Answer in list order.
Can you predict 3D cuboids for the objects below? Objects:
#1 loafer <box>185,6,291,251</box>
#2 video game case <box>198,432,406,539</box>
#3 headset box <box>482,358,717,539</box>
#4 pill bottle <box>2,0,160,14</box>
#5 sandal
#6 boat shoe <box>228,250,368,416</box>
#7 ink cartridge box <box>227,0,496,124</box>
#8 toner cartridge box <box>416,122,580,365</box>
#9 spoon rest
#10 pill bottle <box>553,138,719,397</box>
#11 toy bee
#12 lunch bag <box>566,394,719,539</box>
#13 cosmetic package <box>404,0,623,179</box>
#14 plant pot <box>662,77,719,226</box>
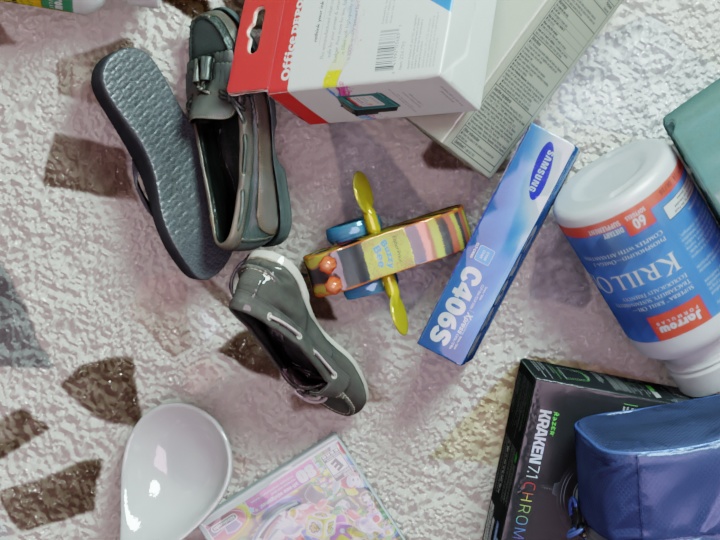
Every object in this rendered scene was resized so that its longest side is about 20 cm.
[{"bbox_3d":[-0.107,-0.113,1.453,0.063,0.072,0.200,-16,93,-43],"label":"loafer"},{"bbox_3d":[-0.028,0.259,1.546,0.143,0.018,0.200,-32,98,1],"label":"video game case"},{"bbox_3d":[0.219,0.182,1.511,0.200,0.093,0.174,12,97,-5],"label":"headset box"},{"bbox_3d":[-0.252,-0.264,1.419,0.200,0.113,0.113,9,97,-5],"label":"pill bottle"},{"bbox_3d":[-0.160,-0.088,1.480,0.076,0.043,0.200,-29,100,-36],"label":"sandal"},{"bbox_3d":[-0.054,0.066,1.455,0.057,0.067,0.200,-60,141,-29],"label":"boat shoe"},{"bbox_3d":[0.001,-0.182,1.406,0.200,0.067,0.116,-1,70,33],"label":"ink cartridge box"},{"bbox_3d":[0.115,-0.021,1.475,0.043,0.095,0.200,28,96,7],"label":"toner cartridge box"},{"bbox_3d":[-0.166,0.209,1.506,0.099,0.061,0.200,18,98,19],"label":"spoon rest"},{"bbox_3d":[0.251,0.002,1.472,0.112,0.112,0.200,-34,108,2],"label":"pill bottle"},{"bbox_3d":[0.000,0.000,1.468,0.200,0.109,0.131,-38,96,1],"label":"toy bee"},{"bbox_3d":[0.256,0.180,1.396,0.200,0.136,0.133,-8,99,-3],"label":"lunch bag"},{"bbox_3d":[0.116,-0.187,1.441,0.087,0.103,0.200,40,94,31],"label":"cosmetic package"},{"bbox_3d":[0.362,-0.107,1.440,0.196,0.200,0.200,-31,98,10],"label":"plant pot"}]
